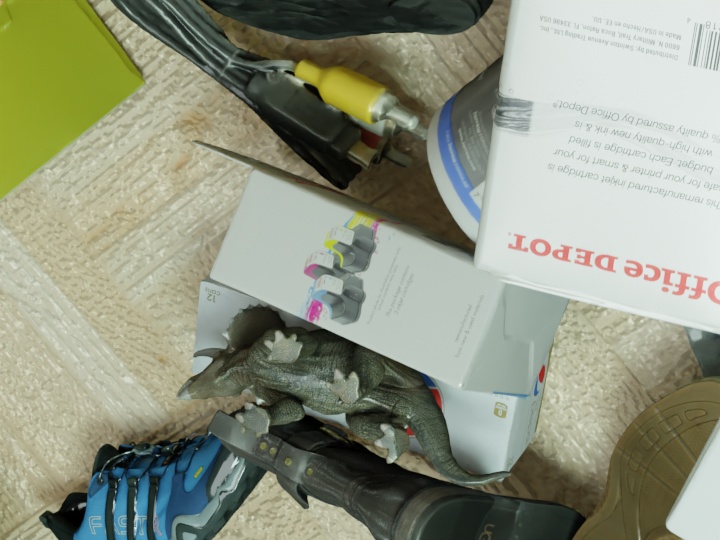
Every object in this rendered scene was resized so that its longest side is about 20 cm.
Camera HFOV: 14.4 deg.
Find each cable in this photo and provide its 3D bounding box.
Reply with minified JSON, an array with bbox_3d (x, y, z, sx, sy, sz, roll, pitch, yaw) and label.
[{"bbox_3d":[-0.053,-0.113,1.592,0.200,0.050,0.097,36,162,9],"label":"cable"}]

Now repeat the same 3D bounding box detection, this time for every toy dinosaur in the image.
[{"bbox_3d":[-0.008,0.061,1.567,0.199,0.102,0.077,11,107,10],"label":"toy dinosaur"}]

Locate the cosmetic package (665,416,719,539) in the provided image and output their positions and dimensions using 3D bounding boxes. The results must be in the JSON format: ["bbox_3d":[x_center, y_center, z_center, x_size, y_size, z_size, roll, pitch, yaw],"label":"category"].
[{"bbox_3d":[0.279,0.062,1.398,0.167,0.200,0.167,31,123,10],"label":"cosmetic package"}]

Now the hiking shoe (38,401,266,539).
[{"bbox_3d":[-0.125,0.135,1.745,0.087,0.074,0.200,43,126,-2],"label":"hiking shoe"}]

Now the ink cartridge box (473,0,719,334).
[{"bbox_3d":[0.144,-0.086,1.351,0.145,0.084,0.201,14,112,15],"label":"ink cartridge box"}]

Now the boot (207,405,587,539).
[{"bbox_3d":[0.026,0.129,1.654,0.174,0.200,0.069,25,90,41],"label":"boot"}]

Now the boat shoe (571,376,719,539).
[{"bbox_3d":[0.177,0.122,1.591,0.071,0.064,0.200,51,138,20],"label":"boat shoe"}]

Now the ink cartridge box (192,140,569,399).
[{"bbox_3d":[0.000,0.000,1.549,0.199,0.115,0.068,24,94,23],"label":"ink cartridge box"}]

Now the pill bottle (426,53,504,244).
[{"bbox_3d":[0.138,-0.092,1.469,0.114,0.114,0.200,48,126,-5],"label":"pill bottle"}]

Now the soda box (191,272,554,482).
[{"bbox_3d":[0.006,0.049,1.642,0.199,0.064,0.068,19,124,17],"label":"soda box"}]

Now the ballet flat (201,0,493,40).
[{"bbox_3d":[-0.012,-0.162,1.553,0.199,0.057,0.067,6,148,28],"label":"ballet flat"}]

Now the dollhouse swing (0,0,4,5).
[{"bbox_3d":[-0.211,-0.280,1.494,0.175,0.182,0.200,24,134,-33],"label":"dollhouse swing"}]

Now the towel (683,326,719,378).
[{"bbox_3d":[0.262,0.020,1.519,0.199,0.035,0.193,-16,109,33],"label":"towel"}]

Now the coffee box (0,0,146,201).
[{"bbox_3d":[-0.284,-0.105,1.614,0.198,0.200,0.200,-31,99,35],"label":"coffee box"}]
